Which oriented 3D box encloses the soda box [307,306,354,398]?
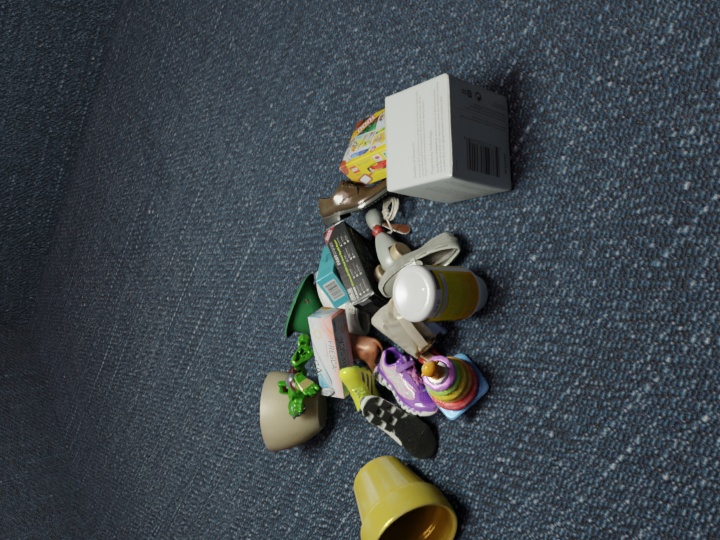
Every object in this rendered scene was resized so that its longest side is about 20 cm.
[{"bbox_3d":[-0.063,0.187,1.515,0.068,0.063,0.202,3,111,31],"label":"soda box"}]

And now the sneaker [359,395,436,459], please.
[{"bbox_3d":[0.083,0.335,1.456,0.074,0.200,0.088,-51,9,-7],"label":"sneaker"}]

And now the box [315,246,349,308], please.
[{"bbox_3d":[-0.055,0.005,1.558,0.049,0.200,0.083,-30,110,15],"label":"box"}]

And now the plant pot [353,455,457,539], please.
[{"bbox_3d":[0.077,0.510,1.419,0.189,0.199,0.203,47,123,56],"label":"plant pot"}]

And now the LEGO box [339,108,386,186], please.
[{"bbox_3d":[0.063,-0.289,1.482,0.199,0.077,0.150,-15,46,46],"label":"LEGO box"}]

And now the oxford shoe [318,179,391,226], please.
[{"bbox_3d":[-0.013,-0.171,1.496,0.198,0.073,0.085,-19,94,23],"label":"oxford shoe"}]

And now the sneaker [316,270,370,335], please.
[{"bbox_3d":[-0.035,0.075,1.632,0.115,0.073,0.202,-26,80,42],"label":"sneaker"}]

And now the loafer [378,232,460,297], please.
[{"bbox_3d":[0.125,-0.006,1.402,0.199,0.070,0.070,-38,25,10],"label":"loafer"}]

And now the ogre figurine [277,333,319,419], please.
[{"bbox_3d":[-0.147,0.264,1.586,0.120,0.097,0.201,110,146,-50],"label":"ogre figurine"}]

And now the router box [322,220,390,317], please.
[{"bbox_3d":[0.000,0.000,1.528,0.062,0.150,0.202,-29,65,15],"label":"router box"}]

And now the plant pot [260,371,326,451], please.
[{"bbox_3d":[-0.161,0.357,1.691,0.133,0.200,0.203,-4,85,12],"label":"plant pot"}]

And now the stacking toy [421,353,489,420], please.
[{"bbox_3d":[0.162,0.211,1.308,0.116,0.200,0.110,-43,57,6],"label":"stacking toy"}]

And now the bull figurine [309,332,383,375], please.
[{"bbox_3d":[-0.034,0.188,1.581,0.198,0.065,0.123,11,125,30],"label":"bull figurine"}]

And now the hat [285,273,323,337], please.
[{"bbox_3d":[-0.085,0.132,1.698,0.174,0.166,0.202,21,108,9],"label":"hat"}]

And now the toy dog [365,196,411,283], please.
[{"bbox_3d":[0.077,-0.057,1.516,0.131,0.096,0.202,-29,53,46],"label":"toy dog"}]

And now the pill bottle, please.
[{"bbox_3d":[0.165,0.046,1.317,0.109,0.199,0.111,-2,87,46],"label":"pill bottle"}]

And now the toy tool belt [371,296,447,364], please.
[{"bbox_3d":[0.127,0.116,1.401,0.123,0.200,0.125,-53,27,-5],"label":"toy tool belt"}]

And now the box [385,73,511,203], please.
[{"bbox_3d":[0.174,-0.252,1.318,0.170,0.198,0.203,-8,81,47],"label":"box"}]

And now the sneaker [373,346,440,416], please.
[{"bbox_3d":[0.104,0.238,1.454,0.200,0.080,0.089,36,130,42],"label":"sneaker"}]

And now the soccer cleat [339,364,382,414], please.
[{"bbox_3d":[0.006,0.280,1.500,0.064,0.201,0.085,-12,54,15],"label":"soccer cleat"}]
